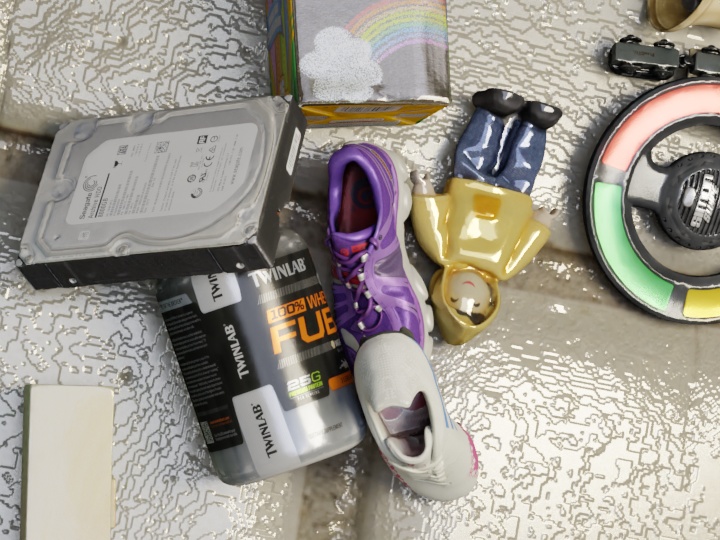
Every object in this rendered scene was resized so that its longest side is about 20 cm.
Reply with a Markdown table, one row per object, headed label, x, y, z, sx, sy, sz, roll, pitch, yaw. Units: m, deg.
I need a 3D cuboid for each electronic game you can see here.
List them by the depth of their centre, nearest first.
| label | x | y | z | sx | sy | sz | roll | pitch | yaw |
| --- | --- | --- | --- | --- | --- | --- | --- | --- | --- |
| electronic game | 0.275 | -0.056 | 1.739 | 0.199 | 0.042 | 0.201 | -1 | 97 | -10 |

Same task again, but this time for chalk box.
| label | x | y | z | sx | sy | sz | roll | pitch | yaw |
| --- | --- | --- | --- | --- | --- | --- | --- | --- | --- |
| chalk box | -0.006 | -0.216 | 1.662 | 0.124 | 0.124 | 0.201 | -2 | 86 | -11 |

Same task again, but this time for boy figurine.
| label | x | y | z | sx | sy | sz | roll | pitch | yaw |
| --- | --- | --- | --- | --- | --- | --- | --- | --- | --- |
| boy figurine | 0.092 | -0.041 | 1.702 | 0.124 | 0.064 | 0.201 | 21 | 80 | -13 |

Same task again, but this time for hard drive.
| label | x | y | z | sx | sy | sz | roll | pitch | yaw |
| --- | --- | --- | --- | --- | --- | --- | --- | --- | --- |
| hard drive | -0.146 | -0.058 | 1.584 | 0.199 | 0.038 | 0.140 | -5 | 52 | 25 |

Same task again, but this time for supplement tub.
| label | x | y | z | sx | sy | sz | roll | pitch | yaw |
| --- | --- | --- | --- | --- | --- | --- | --- | --- | --- |
| supplement tub | -0.080 | 0.051 | 1.628 | 0.122 | 0.123 | 0.201 | -19 | 91 | -13 |

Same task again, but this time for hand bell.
| label | x | y | z | sx | sy | sz | roll | pitch | yaw |
| --- | --- | --- | --- | --- | --- | --- | --- | --- | --- |
| hand bell | 0.344 | -0.205 | 1.768 | 0.200 | 0.104 | 0.104 | 22 | 82 | -23 |

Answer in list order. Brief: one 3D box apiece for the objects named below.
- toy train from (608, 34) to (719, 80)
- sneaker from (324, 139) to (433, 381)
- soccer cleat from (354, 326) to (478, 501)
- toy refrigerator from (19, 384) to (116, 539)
| label | x | y | z | sx | sy | sz | roll | pitch | yaw |
| --- | --- | --- | --- | --- | --- | --- | --- | --- | --- |
| toy train | 0.297 | -0.161 | 1.762 | 0.199 | 0.046 | 0.034 | 7 | 79 | -9 |
| sneaker | 0.000 | 0.000 | 1.659 | 0.080 | 0.083 | 0.201 | -11 | 86 | 20 |
| soccer cleat | 0.041 | 0.130 | 1.624 | 0.070 | 0.200 | 0.086 | -17 | 46 | 10 |
| toy refrigerator | -0.217 | 0.186 | 1.614 | 0.070 | 0.076 | 0.201 | 2 | 85 | -12 |
